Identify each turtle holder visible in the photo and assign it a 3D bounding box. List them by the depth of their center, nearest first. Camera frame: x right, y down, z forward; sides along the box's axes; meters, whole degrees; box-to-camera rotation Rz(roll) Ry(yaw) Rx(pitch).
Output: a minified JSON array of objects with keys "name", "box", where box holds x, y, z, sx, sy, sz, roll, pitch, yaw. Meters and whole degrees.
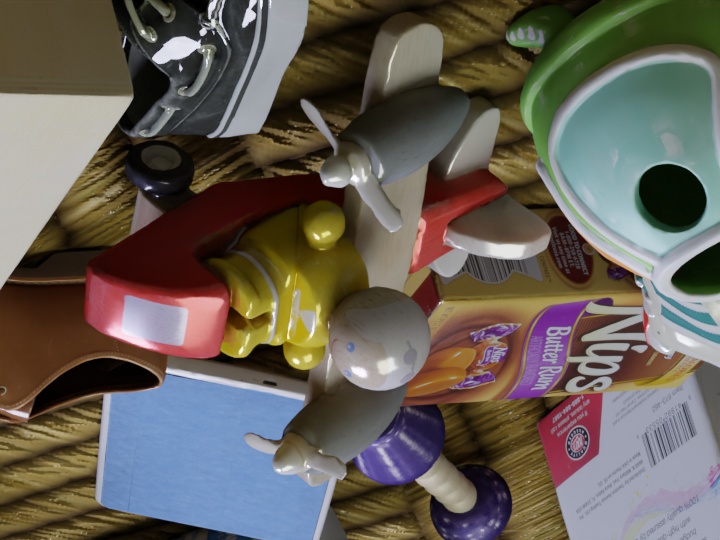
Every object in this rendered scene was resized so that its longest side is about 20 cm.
[{"name":"turtle holder","box":[0.165,-0.068,1.276,0.185,0.132,0.141,-19,155,9]}]

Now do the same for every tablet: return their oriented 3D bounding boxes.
[{"name":"tablet","box":[-0.075,0.096,1.573,0.130,0.014,0.200,12,153,-1]}]

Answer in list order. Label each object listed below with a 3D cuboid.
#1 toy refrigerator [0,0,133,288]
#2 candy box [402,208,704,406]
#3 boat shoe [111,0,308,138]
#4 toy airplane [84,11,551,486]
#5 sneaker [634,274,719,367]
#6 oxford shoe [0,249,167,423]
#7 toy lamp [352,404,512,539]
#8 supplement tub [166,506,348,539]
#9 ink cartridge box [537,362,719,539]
[{"name":"toy refrigerator","box":[-0.160,-0.050,1.192,0.070,0.076,0.200,-1,151,-29]},{"name":"candy box","box":[0.100,0.018,1.511,0.199,0.057,0.117,-4,152,-27]},{"name":"boat shoe","box":[-0.062,-0.103,1.144,0.063,0.071,0.200,-10,156,-14]},{"name":"toy airplane","box":[0.000,0.000,1.309,0.199,0.141,0.200,-41,136,7]},{"name":"sneaker","box":[0.152,0.002,1.416,0.200,0.070,0.093,36,138,-22]},{"name":"oxford shoe","box":[-0.184,0.039,1.371,0.199,0.072,0.071,-7,156,-15]},{"name":"toy lamp","box":[0.037,0.108,1.664,0.058,0.058,0.200,-21,157,12]},{"name":"supplement tub","box":[-0.098,0.222,1.732,0.199,0.132,0.132,-20,155,7]},{"name":"ink cartridge box","box":[0.193,0.144,1.657,0.083,0.201,0.146,3,150,-34]}]
